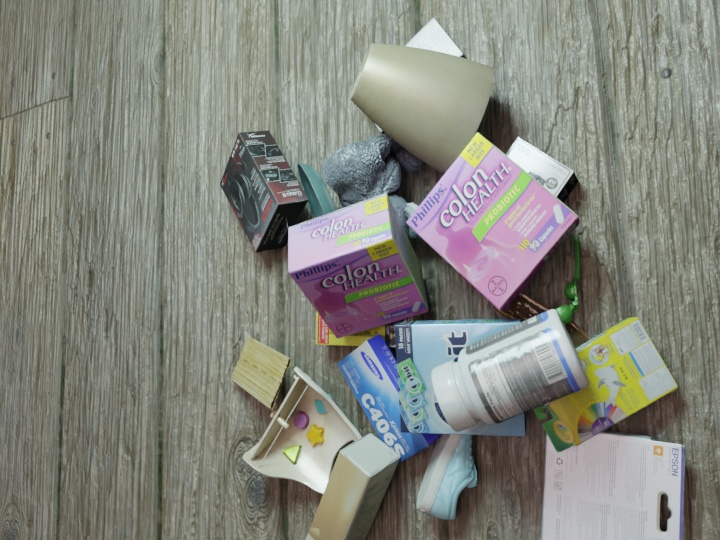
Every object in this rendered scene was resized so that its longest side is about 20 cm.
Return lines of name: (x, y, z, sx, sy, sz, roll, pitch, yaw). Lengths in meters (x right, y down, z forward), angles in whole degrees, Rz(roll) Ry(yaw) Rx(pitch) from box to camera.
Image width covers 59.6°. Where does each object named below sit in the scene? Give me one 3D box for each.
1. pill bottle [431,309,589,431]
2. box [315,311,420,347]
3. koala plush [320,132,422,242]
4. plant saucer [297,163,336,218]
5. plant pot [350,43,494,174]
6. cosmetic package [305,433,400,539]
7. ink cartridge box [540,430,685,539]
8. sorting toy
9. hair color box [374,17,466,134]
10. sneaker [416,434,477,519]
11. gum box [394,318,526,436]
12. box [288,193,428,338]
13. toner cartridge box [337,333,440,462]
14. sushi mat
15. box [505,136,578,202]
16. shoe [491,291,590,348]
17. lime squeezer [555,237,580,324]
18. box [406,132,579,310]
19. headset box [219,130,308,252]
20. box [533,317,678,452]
pill bottle: (0.206, 0.146, 0.884, 0.197, 0.113, 0.116, -26, 72, 17)
box: (0.013, 0.102, 1.150, 0.196, 0.050, 0.077, -1, 84, 28)
koala plush: (0.032, -0.121, 1.114, 0.175, 0.183, 0.204, -24, 86, 22)
plant saucer: (-0.065, -0.104, 1.150, 0.027, 0.201, 0.203, -23, 71, -8)
plant pot: (0.089, -0.287, 1.036, 0.196, 0.187, 0.191, 22, 94, -10)
cosmetic package: (-0.015, 0.393, 1.074, 0.070, 0.104, 0.204, 30, 110, 28)
ink cartridge box: (0.373, 0.343, 0.937, 0.196, 0.040, 0.205, 2, 85, 27)
sorting toy: (-0.086, 0.310, 1.155, 0.179, 0.106, 0.202, 35, 99, 19)
hair color box: (0.096, -0.348, 1.159, 0.199, 0.060, 0.101, -40, 67, 17)
sneaker: (0.164, 0.315, 1.046, 0.080, 0.074, 0.204, 23, 90, -3)
gum box: (0.156, 0.166, 0.983, 0.195, 0.044, 0.175, -3, 93, 17)
box: (0.000, 0.000, 1.038, 0.172, 0.201, 0.098, -17, 48, 13)
toner cartridge box: (0.047, 0.223, 1.087, 0.095, 0.043, 0.202, -41, 75, 39)
sushi mat: (-0.194, 0.192, 1.207, 0.198, 0.012, 0.097, 13, 78, 57)
box: (0.254, -0.101, 1.045, 0.116, 0.060, 0.202, 37, 100, 26)
shoe: (0.294, 0.095, 1.010, 0.070, 0.054, 0.199, -45, 68, -8)
lime squeezer: (0.314, 0.042, 0.985, 0.201, 0.038, 0.070, -52, 38, -10)
box: (0.204, -0.073, 0.972, 0.200, 0.096, 0.177, 44, 102, 17)
headset box: (-0.190, -0.148, 1.241, 0.202, 0.076, 0.149, 60, 140, 21)
box: (0.347, 0.170, 0.930, 0.197, 0.048, 0.119, -29, 82, 1)
